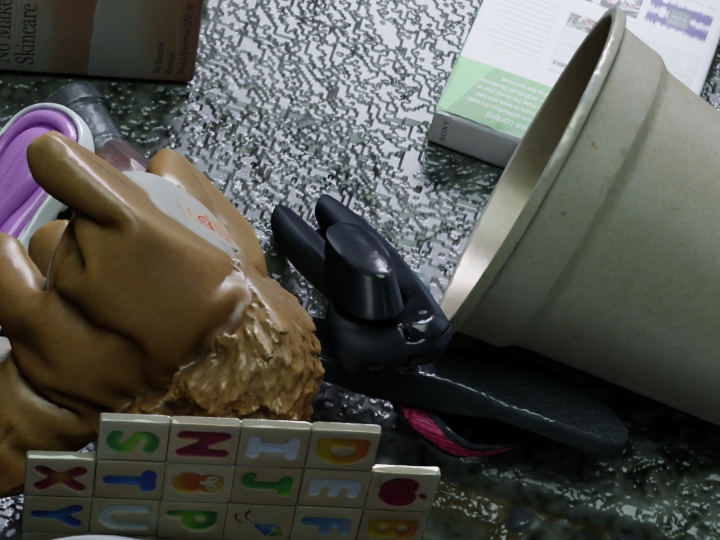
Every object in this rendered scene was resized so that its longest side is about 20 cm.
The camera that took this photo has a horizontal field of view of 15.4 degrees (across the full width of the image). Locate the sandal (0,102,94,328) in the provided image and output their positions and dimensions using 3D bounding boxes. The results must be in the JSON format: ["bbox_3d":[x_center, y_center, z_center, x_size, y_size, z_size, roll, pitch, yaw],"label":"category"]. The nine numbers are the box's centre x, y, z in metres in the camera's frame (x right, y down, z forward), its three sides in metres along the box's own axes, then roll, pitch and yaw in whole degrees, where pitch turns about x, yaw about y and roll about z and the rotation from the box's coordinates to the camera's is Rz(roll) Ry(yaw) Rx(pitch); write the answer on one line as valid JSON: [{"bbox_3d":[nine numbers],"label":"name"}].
[{"bbox_3d":[-0.217,-0.011,1.417,0.082,0.050,0.203,16,67,29],"label":"sandal"}]

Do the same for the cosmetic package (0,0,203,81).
[{"bbox_3d":[-0.189,-0.176,1.526,0.199,0.104,0.088,3,55,-6],"label":"cosmetic package"}]

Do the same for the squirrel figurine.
[{"bbox_3d":[-0.122,0.057,1.325,0.200,0.141,0.187,43,104,12],"label":"squirrel figurine"}]

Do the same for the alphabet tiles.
[{"bbox_3d":[-0.065,0.121,1.305,0.199,0.167,0.006,3,52,-8],"label":"alphabet tiles"}]

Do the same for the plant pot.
[{"bbox_3d":[0.166,-0.011,1.433,0.183,0.201,0.201,28,56,-3],"label":"plant pot"}]

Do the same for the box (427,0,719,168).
[{"bbox_3d":[0.138,-0.134,1.594,0.144,0.036,0.201,20,54,5],"label":"box"}]

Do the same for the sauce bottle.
[{"bbox_3d":[-0.118,-0.017,1.452,0.066,0.066,0.201,-19,63,-21],"label":"sauce bottle"}]

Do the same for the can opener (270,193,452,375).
[{"bbox_3d":[0.000,0.000,1.423,0.063,0.079,0.200,-2,19,-14],"label":"can opener"}]

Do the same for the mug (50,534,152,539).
[{"bbox_3d":[-0.131,0.189,1.251,0.185,0.153,0.150,3,92,4],"label":"mug"}]

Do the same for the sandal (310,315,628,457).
[{"bbox_3d":[0.044,0.070,1.428,0.199,0.045,0.075,14,18,-1],"label":"sandal"}]
